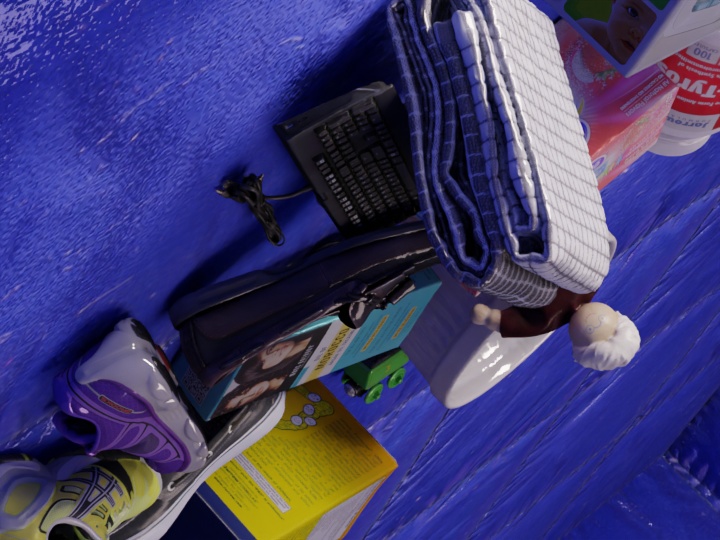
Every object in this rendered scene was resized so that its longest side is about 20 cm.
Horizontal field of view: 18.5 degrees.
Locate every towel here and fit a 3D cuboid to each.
[{"bbox_3d":[0.082,-0.080,1.377,0.085,0.201,0.166,-18,168,17],"label":"towel"}]

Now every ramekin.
[{"bbox_3d":[0.108,0.009,1.841,0.200,0.105,0.200,-40,165,-13],"label":"ramekin"}]

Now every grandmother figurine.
[{"bbox_3d":[0.135,0.002,1.702,0.121,0.200,0.061,-47,165,7],"label":"grandmother figurine"}]

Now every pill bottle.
[{"bbox_3d":[0.266,-0.176,1.742,0.112,0.112,0.200,-38,164,-24],"label":"pill bottle"}]

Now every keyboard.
[{"bbox_3d":[-0.018,-0.054,1.395,0.127,0.021,0.200,-24,158,4],"label":"keyboard"}]

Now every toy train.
[{"bbox_3d":[0.058,0.052,1.957,0.200,0.042,0.057,-33,151,-37],"label":"toy train"}]

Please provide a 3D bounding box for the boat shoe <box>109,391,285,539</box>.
[{"bbox_3d":[-0.140,0.132,1.606,0.200,0.069,0.057,-42,146,-16],"label":"boat shoe"}]

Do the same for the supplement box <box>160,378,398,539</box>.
[{"bbox_3d":[-0.084,0.186,1.797,0.200,0.110,0.109,-25,157,-50],"label":"supplement box"}]

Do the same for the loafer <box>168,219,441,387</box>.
[{"bbox_3d":[-0.025,0.022,1.463,0.199,0.063,0.072,-18,168,-6],"label":"loafer"}]

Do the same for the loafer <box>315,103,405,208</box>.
[{"bbox_3d":[0.048,-0.089,1.499,0.199,0.063,0.072,-13,161,-30],"label":"loafer"}]

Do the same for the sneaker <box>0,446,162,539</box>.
[{"bbox_3d":[-0.195,0.167,1.481,0.075,0.076,0.200,-50,159,22],"label":"sneaker"}]

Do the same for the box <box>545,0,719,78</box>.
[{"bbox_3d":[0.123,-0.228,1.038,0.097,0.200,0.177,-30,161,-43],"label":"box"}]

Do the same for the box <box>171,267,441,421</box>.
[{"bbox_3d":[-0.037,0.040,1.586,0.200,0.049,0.082,-19,152,-42],"label":"box"}]

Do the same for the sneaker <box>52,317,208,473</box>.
[{"bbox_3d":[-0.157,0.090,1.448,0.083,0.081,0.200,-27,157,-2],"label":"sneaker"}]

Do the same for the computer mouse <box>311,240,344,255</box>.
[{"bbox_3d":[0.000,0.000,1.685,0.059,0.034,0.200,-40,160,7],"label":"computer mouse"}]

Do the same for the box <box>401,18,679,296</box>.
[{"bbox_3d":[0.125,-0.090,1.621,0.200,0.103,0.095,-39,165,-19],"label":"box"}]
